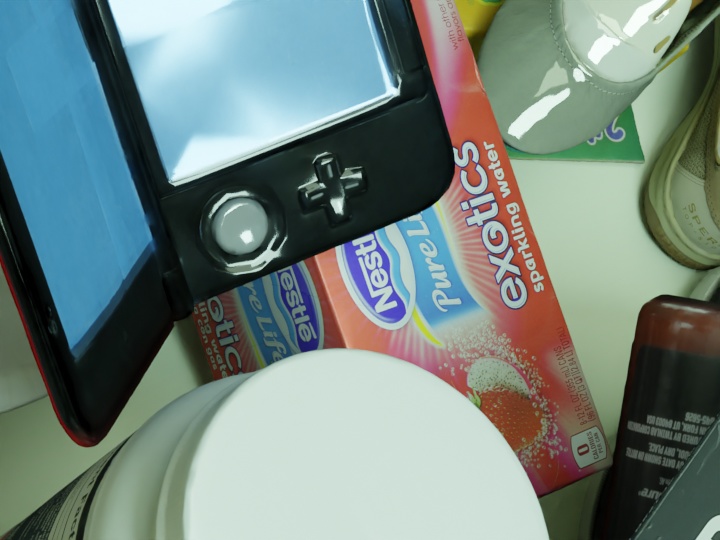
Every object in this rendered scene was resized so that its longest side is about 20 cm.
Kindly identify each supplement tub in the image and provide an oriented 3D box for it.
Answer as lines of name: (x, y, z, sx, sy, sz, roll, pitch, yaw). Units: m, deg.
supplement tub: (0.137, 0.114, 0.933, 0.107, 0.107, 0.201, 9, 92, -26)
supplement tub: (-0.041, 0.115, 0.816, 0.140, 0.200, 0.141, 12, 63, -25)

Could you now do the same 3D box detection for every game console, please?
game console: (-0.053, -0.076, 0.784, 0.172, 0.119, 0.200, -22, 109, -14)

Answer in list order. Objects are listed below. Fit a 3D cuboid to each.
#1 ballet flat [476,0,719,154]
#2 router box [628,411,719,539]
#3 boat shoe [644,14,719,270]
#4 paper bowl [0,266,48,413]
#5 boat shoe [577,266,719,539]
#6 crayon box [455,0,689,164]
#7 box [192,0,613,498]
ballet flat: (0.118, -0.120, 1.034, 0.067, 0.064, 0.200, 49, 54, -2)
router box: (0.093, 0.120, 0.811, 0.051, 0.149, 0.200, 35, 96, 10)
boat shoe: (0.191, -0.089, 1.112, 0.071, 0.064, 0.200, 33, 64, -17)
paper bowl: (-0.154, -0.055, 0.861, 0.200, 0.104, 0.201, -5, 100, -30)
boat shoe: (0.148, 0.073, 1.028, 0.074, 0.060, 0.200, 40, 57, -16)
crayon box: (0.064, -0.148, 1.087, 0.125, 0.052, 0.201, 0, 69, -30)
box: (0.000, 0.000, 0.937, 0.100, 0.095, 0.200, -19, 90, -34)
